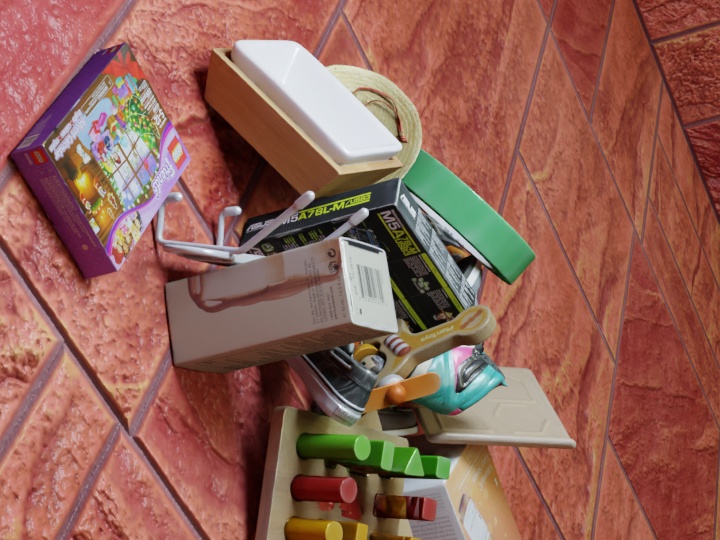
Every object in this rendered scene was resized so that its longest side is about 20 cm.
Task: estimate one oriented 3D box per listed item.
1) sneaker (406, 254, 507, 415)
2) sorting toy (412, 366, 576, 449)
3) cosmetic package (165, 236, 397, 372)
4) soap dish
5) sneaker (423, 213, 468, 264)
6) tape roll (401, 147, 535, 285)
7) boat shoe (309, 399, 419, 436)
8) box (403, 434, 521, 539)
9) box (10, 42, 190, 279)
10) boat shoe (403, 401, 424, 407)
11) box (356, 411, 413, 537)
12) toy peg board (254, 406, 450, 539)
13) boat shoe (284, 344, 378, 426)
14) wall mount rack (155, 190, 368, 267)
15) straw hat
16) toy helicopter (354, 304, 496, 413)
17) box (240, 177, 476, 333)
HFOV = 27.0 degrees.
[{"bbox_3d":[0.122,0.088,1.723,0.121,0.084,0.200,40,58,-18],"label":"sneaker"},{"bbox_3d":[0.147,0.169,1.830,0.200,0.185,0.037,-119,-143,-62],"label":"sorting toy"},{"bbox_3d":[-0.077,0.036,1.452,0.103,0.200,0.088,15,63,-63],"label":"cosmetic package"},{"bbox_3d":[-0.064,-0.162,1.627,0.200,0.081,0.157,45,24,14],"label":"soap dish"},{"bbox_3d":[0.054,-0.040,1.762,0.200,0.078,0.077,35,21,-50],"label":"sneaker"},{"bbox_3d":[0.120,-0.066,1.787,0.200,0.048,0.200,42,1,-1],"label":"tape roll"},{"bbox_3d":[0.006,0.167,1.713,0.200,0.072,0.060,-1,82,-59],"label":"boat shoe"},{"bbox_3d":[0.109,0.313,1.807,0.200,0.106,0.152,69,26,-15],"label":"box"},{"bbox_3d":[-0.234,-0.105,1.385,0.137,0.039,0.200,63,28,-27],"label":"box"},{"bbox_3d":[0.087,0.097,1.836,0.200,0.070,0.071,-72,169,-69],"label":"boat shoe"},{"bbox_3d":[-0.012,0.269,1.607,0.163,0.021,0.201,-30,109,-44],"label":"box"},{"bbox_3d":[-0.001,0.254,1.528,0.200,0.098,0.200,21,71,-45],"label":"toy peg board"},{"bbox_3d":[-0.033,0.087,1.562,0.072,0.071,0.200,36,7,-38],"label":"boat shoe"},{"bbox_3d":[-0.098,-0.038,1.474,0.200,0.173,0.075,11,85,-63],"label":"wall mount rack"},{"bbox_3d":[-0.030,-0.141,1.756,0.085,0.200,0.202,114,-18,-56],"label":"straw hat"},{"bbox_3d":[0.052,0.092,1.600,0.079,0.200,0.132,57,19,-29],"label":"toy helicopter"},{"bbox_3d":[0.000,0.000,1.636,0.200,0.193,0.048,53,31,-38],"label":"box"}]
